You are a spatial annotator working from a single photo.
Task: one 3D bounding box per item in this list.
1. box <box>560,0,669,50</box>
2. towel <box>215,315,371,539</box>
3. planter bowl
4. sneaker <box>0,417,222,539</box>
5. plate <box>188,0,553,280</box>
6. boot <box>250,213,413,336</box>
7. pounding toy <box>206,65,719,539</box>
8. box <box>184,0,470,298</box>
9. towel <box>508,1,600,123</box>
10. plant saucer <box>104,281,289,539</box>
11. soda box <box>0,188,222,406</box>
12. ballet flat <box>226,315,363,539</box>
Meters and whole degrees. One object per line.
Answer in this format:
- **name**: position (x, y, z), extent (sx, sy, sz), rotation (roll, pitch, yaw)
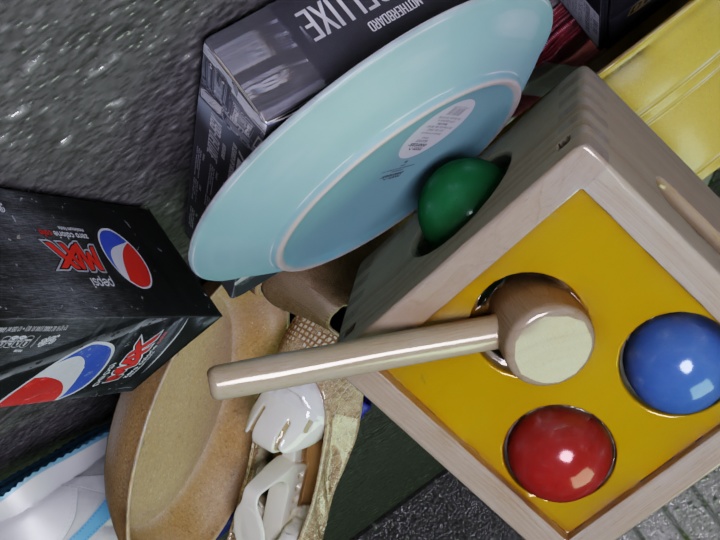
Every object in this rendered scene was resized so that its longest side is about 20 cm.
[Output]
- **box**: position (0.184, -0.213, 0.710), extent (0.200, 0.050, 0.199), rotation (-37, 168, -1)
- **towel**: position (-0.084, 0.113, 1.027), extent (0.200, 0.050, 0.148), rotation (-42, -159, 10)
- **planter bowl**: position (0.158, -0.085, 0.800), extent (0.200, 0.084, 0.200), rotation (-38, -177, 3)
- **sneaker**: position (-0.154, 0.140, 0.937), extent (0.200, 0.081, 0.076), rotation (-29, -175, -42)
- **plate**: position (0.012, -0.050, 0.654), extent (0.200, 0.026, 0.200), rotation (-34, 167, -9)
- **boot**: position (0.000, 0.000, 0.889), extent (0.074, 0.075, 0.200), rotation (-59, 166, 20)
- **pounding toy**: position (0.072, 0.027, 0.660), extent (0.184, 0.200, 0.142), rotation (-42, -165, 24)
- **box**: position (-0.003, -0.077, 0.689), extent (0.157, 0.050, 0.200), rotation (-32, 167, -20)
- **towel**: position (0.106, -0.110, 0.918), extent (0.200, 0.023, 0.144), rotation (-43, 166, 23)
- **plant saucer**: position (-0.101, 0.087, 0.870), extent (0.200, 0.035, 0.201), rotation (17, 90, -73)
- **soda box**: position (-0.137, 0.012, 0.607), extent (0.063, 0.071, 0.200), rotation (-39, 167, 15)
- **ballet flat**: position (-0.044, 0.118, 0.912), extent (0.065, 0.070, 0.201), rotation (-18, 121, -55)
